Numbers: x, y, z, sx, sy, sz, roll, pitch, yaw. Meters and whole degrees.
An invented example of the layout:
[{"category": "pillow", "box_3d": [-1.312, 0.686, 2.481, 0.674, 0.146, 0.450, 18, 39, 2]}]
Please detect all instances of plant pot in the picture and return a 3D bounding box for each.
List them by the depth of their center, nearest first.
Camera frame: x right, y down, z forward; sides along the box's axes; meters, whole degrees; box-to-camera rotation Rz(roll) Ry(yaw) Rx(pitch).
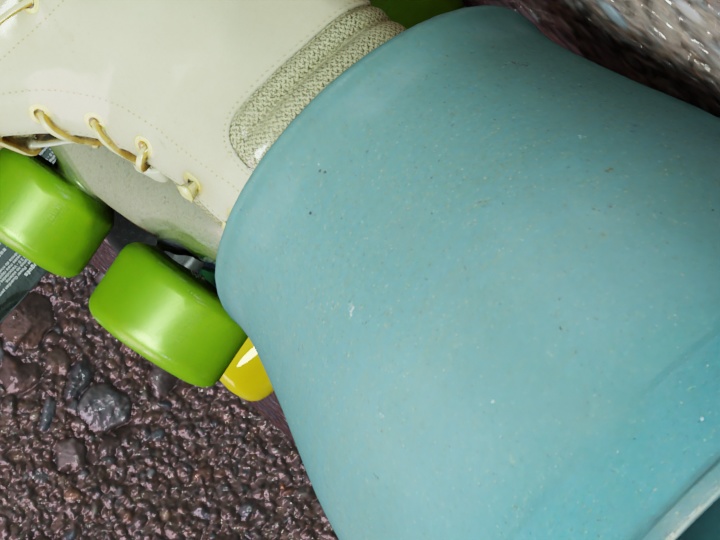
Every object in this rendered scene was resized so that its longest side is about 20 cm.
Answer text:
[{"category": "plant pot", "box_3d": [0.063, 0.027, 0.870, 0.188, 0.200, 0.200, 47, 175, 25]}]

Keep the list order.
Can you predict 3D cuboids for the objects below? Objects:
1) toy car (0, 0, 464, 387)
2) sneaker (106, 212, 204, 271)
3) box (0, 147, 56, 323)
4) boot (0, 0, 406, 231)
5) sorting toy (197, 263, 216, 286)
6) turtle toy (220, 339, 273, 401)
[{"category": "toy car", "box_3d": [-0.018, -0.035, 1.078, 0.158, 0.164, 0.200, 37, -177, 37]}, {"category": "sneaker", "box_3d": [-0.117, -0.062, 1.594, 0.201, 0.067, 0.108, 58, -172, 29]}, {"category": "box", "box_3d": [-0.137, -0.067, 1.275, 0.086, 0.200, 0.164, 43, 172, -6]}, {"category": "boot", "box_3d": [-0.082, -0.045, 0.950, 0.155, 0.200, 0.073, 47, -167, 16]}, {"category": "sorting toy", "box_3d": [-0.029, 0.030, 1.578, 0.200, 0.037, 0.185, 17, -171, -5]}, {"category": "turtle toy", "box_3d": [0.000, 0.000, 1.275, 0.200, 0.146, 0.101, 45, -167, -17]}]
